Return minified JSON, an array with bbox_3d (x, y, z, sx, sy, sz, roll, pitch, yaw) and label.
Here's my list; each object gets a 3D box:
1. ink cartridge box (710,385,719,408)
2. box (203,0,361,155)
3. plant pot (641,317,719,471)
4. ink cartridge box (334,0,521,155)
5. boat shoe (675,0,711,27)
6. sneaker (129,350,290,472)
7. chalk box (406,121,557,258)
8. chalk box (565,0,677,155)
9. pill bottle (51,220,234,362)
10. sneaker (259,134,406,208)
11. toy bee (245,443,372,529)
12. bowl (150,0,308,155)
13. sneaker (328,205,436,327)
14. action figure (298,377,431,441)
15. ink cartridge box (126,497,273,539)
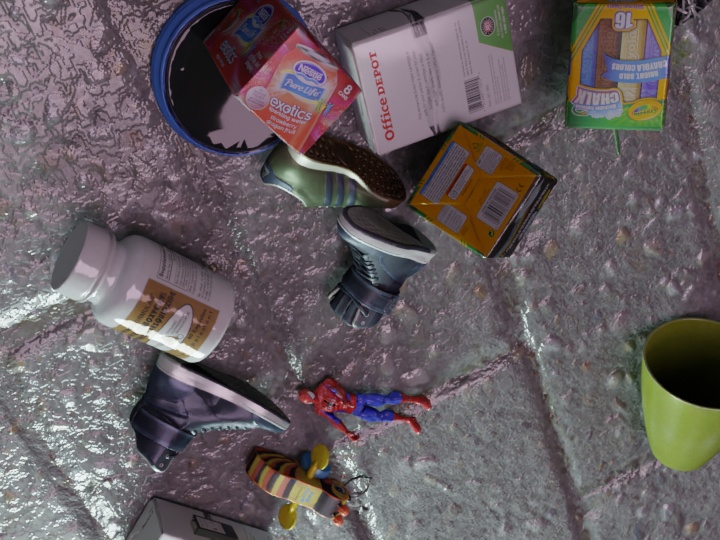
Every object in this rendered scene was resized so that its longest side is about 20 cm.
[{"bbox_3d":[0.647,0.153,1.689,0.143,0.084,0.202,2,115,-22],"label":"ink cartridge box"},{"bbox_3d":[-0.087,-0.218,1.115,0.095,0.200,0.100,-45,121,8],"label":"box"},{"bbox_3d":[0.512,0.209,1.630,0.185,0.188,0.201,-13,133,-14],"label":"plant pot"},{"bbox_3d":[0.082,-0.247,1.278,0.198,0.084,0.147,-20,120,-10],"label":"ink cartridge box"},{"bbox_3d":[0.416,-0.353,1.359,0.199,0.068,0.074,-36,122,0],"label":"boat shoe"},{"bbox_3d":[-0.206,0.208,1.395,0.201,0.077,0.147,27,93,-19],"label":"sneaker"},{"bbox_3d":[0.162,-0.098,1.339,0.124,0.200,0.125,35,101,14],"label":"chalk box"},{"bbox_3d":[0.319,-0.248,1.322,0.122,0.125,0.202,4,116,9],"label":"chalk box"},{"bbox_3d":[-0.261,0.023,1.268,0.199,0.114,0.115,28,103,-29],"label":"pill bottle"},{"bbox_3d":[-0.039,-0.113,1.319,0.090,0.068,0.199,-33,143,33],"label":"sneaker"},{"bbox_3d":[-0.059,0.306,1.491,0.198,0.109,0.132,-1,114,-20],"label":"toy bee"},{"bbox_3d":[-0.143,-0.228,1.231,0.199,0.039,0.202,-8,118,-16],"label":"bowl"},{"bbox_3d":[0.001,0.001,1.335,0.146,0.077,0.202,-47,150,14],"label":"sneaker"},{"bbox_3d":[0.010,0.200,1.472,0.198,0.099,0.066,13,109,-23],"label":"action figure"},{"bbox_3d":[-0.235,0.426,1.497,0.199,0.084,0.146,24,105,-29],"label":"ink cartridge box"}]
